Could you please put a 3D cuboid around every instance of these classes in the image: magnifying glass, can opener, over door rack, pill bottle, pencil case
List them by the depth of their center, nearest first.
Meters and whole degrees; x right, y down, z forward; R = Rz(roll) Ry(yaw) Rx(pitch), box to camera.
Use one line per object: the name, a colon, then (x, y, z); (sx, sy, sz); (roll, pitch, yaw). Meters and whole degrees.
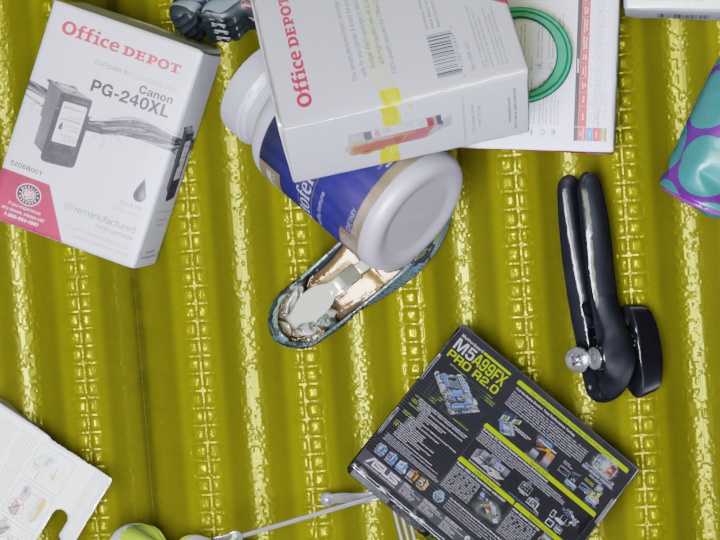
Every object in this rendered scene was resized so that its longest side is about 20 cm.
pencil case: (0.331, -0.138, 1.604); (0.092, 0.085, 0.201); (32, 99, 33)
pill bottle: (-0.019, -0.102, 1.620); (0.200, 0.116, 0.116); (41, 99, 25)
magnifying glass: (0.079, -0.183, 1.621); (0.198, 0.022, 0.080); (3, 94, 6)
can opener: (0.201, 0.015, 1.654); (0.063, 0.078, 0.202); (-16, 88, 47)
over door rack: (-0.028, 0.274, 1.672); (0.199, 0.067, 0.149); (-16, 92, -21)

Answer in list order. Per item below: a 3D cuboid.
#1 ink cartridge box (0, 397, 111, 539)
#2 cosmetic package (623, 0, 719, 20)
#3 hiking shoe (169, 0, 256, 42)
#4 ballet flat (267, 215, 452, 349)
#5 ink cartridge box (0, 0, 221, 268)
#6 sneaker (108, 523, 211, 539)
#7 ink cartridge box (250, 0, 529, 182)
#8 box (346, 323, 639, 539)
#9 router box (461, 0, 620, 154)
ink cartridge box: (-0.344, 0.201, 1.734); (0.199, 0.057, 0.163); (32, 89, 1)
cosmetic package: (0.272, -0.313, 1.608); (0.101, 0.074, 0.202); (3, 92, 8)
hiking shoe: (-0.064, -0.243, 1.660); (0.198, 0.074, 0.087); (6, 75, -2)
ballet flat: (0.000, 0.000, 1.670); (0.200, 0.074, 0.074); (-44, 87, 8)
ink cartridge box: (-0.223, -0.122, 1.685); (0.144, 0.083, 0.202); (19, 96, 6)
sneaker: (-0.140, 0.291, 1.719); (0.199, 0.076, 0.105); (21, 130, -7)
ink cartridge box: (0.023, -0.168, 1.538); (0.198, 0.084, 0.146); (-12, 58, -2)
box: (0.113, 0.171, 1.650); (0.200, 0.044, 0.161); (39, 76, 3)
router box: (0.133, -0.203, 1.646); (0.178, 0.049, 0.202); (3, 94, 8)
